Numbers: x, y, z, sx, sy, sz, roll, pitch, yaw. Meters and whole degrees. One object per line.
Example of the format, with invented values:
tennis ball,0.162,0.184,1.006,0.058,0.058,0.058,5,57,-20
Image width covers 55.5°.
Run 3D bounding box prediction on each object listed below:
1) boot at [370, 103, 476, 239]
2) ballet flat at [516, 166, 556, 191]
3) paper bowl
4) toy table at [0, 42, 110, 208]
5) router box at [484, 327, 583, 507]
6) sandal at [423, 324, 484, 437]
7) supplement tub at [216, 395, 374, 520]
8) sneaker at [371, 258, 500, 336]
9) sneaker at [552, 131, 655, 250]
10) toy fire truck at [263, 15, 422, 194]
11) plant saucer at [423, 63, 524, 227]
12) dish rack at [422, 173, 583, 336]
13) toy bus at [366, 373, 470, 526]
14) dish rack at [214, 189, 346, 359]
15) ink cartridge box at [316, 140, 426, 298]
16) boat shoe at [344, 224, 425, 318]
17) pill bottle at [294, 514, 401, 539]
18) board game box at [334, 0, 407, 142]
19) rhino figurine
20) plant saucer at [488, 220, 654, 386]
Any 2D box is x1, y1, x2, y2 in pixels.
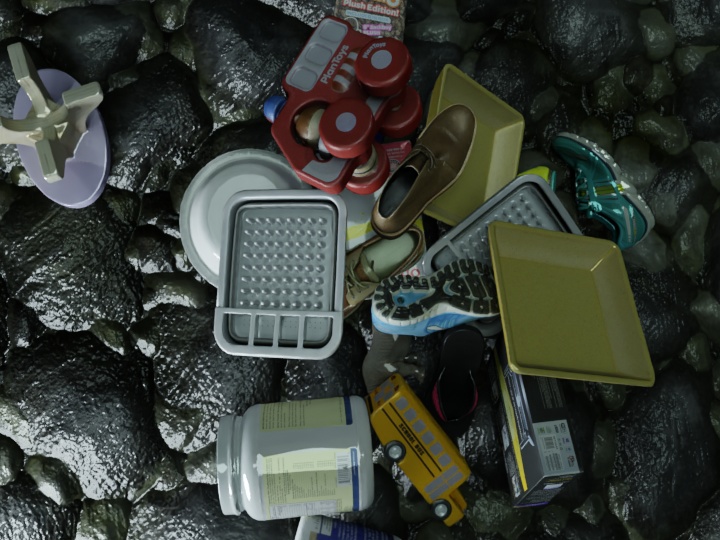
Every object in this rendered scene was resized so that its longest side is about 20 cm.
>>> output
boot,0.083,-0.131,0.846,0.073,0.076,0.202,34,80,11
ballet flat,0.253,-0.049,1.004,0.065,0.067,0.207,0,88,18
paper bowl,-0.153,-0.068,0.955,0.194,0.104,0.208,0,83,-3
toy table,-0.426,-0.198,0.942,0.181,0.117,0.203,-31,86,-6
router box,0.219,0.185,0.893,0.050,0.159,0.205,-4,61,-5
sandal,0.127,0.162,0.923,0.072,0.046,0.204,1,128,-2
supplement tub,-0.084,0.247,0.905,0.193,0.145,0.150,-4,84,-4
sneaker,0.101,0.042,0.903,0.193,0.091,0.081,-4,63,-15
sneaker,0.350,-0.119,1.011,0.079,0.078,0.201,-39,88,2
toy fire truck,-0.027,-0.198,0.822,0.165,0.112,0.203,27,79,22
plant saucer,0.149,-0.155,0.972,0.197,0.048,0.207,18,81,-42
dish rack,0.195,-0.023,0.933,0.198,0.044,0.172,-38,114,14
toy bus,0.083,0.245,0.932,0.078,0.065,0.202,-37,102,2
dish rack,-0.094,0.004,0.858,0.166,0.043,0.207,1,84,16
ink cartridge box,0.016,-0.066,0.974,0.140,0.083,0.207,-8,85,-4
boat shoe,0.000,0.000,0.888,0.198,0.074,0.076,-37,88,-5
pill bottle,0.002,0.406,0.909,0.194,0.120,0.123,16,83,-2
board game box,0.005,-0.306,0.961,0.094,0.159,0.207,7,84,-4
rhino figurine,0.046,0.127,0.967,0.085,0.060,0.207,11,97,-14
plant saucer,0.248,0.048,0.849,0.194,0.049,0.205,8,58,-16
